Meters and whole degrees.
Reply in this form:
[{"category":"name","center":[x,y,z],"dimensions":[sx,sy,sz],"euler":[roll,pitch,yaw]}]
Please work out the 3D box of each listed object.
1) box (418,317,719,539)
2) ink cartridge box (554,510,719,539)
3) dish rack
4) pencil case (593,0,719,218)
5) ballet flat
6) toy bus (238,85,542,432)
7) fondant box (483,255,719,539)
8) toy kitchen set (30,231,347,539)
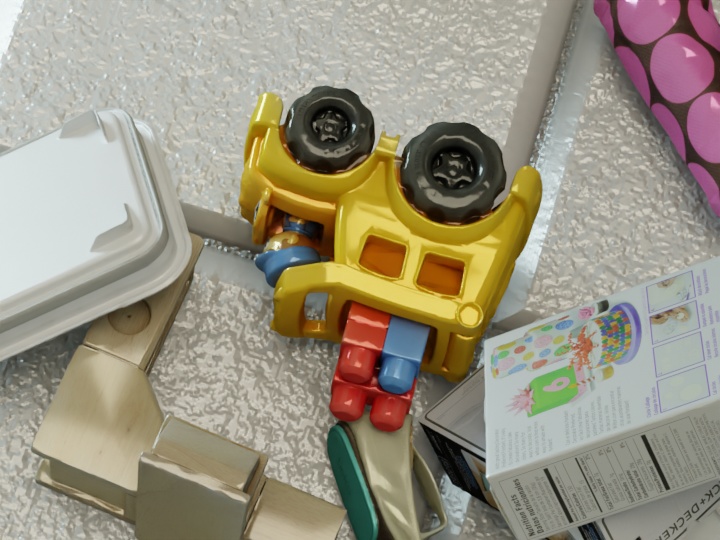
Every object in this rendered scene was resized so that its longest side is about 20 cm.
[{"category":"box","center":[0.141,0.110,1.629],"dimensions":[0.116,0.200,0.060],"euler":[-38,121,-16]},{"category":"ink cartridge box","center":[0.198,0.243,1.636],"dimensions":[0.144,0.085,0.200],"euler":[-35,77,-17]},{"category":"dish rack","center":[-0.217,-0.025,1.667],"dimensions":[0.199,0.044,0.172],"euler":[-25,45,3]},{"category":"pencil case","center":[0.244,-0.126,1.782],"dimensions":[0.093,0.091,0.201],"euler":[-20,70,-23]},{"category":"ballet flat","center":[0.030,0.182,1.658],"dimensions":[0.069,0.070,0.201],"euler":[-9,70,-8]},{"category":"toy bus","center":[0.000,0.000,1.683],"dimensions":[0.199,0.136,0.193],"euler":[18,68,3]},{"category":"fondant box","center":[0.174,0.070,1.542],"dimensions":[0.199,0.058,0.145],"euler":[-19,30,14]},{"category":"toy kitchen set","center":[-0.084,0.076,1.633],"dimensions":[0.199,0.163,0.181],"euler":[23,68,3]}]
